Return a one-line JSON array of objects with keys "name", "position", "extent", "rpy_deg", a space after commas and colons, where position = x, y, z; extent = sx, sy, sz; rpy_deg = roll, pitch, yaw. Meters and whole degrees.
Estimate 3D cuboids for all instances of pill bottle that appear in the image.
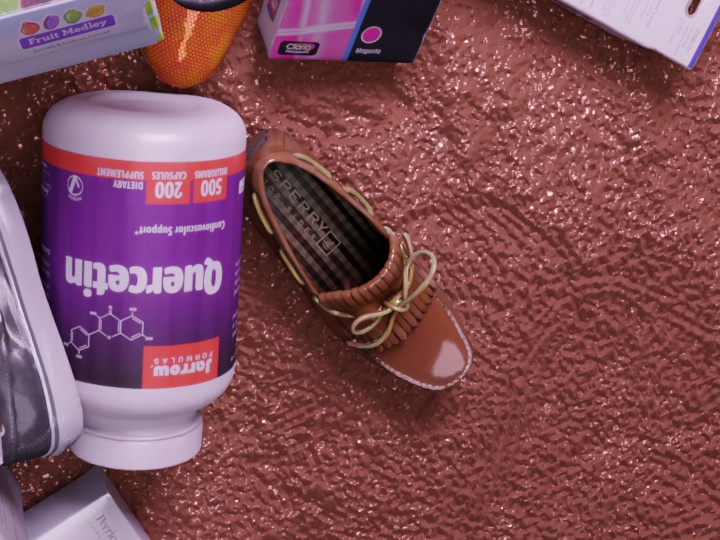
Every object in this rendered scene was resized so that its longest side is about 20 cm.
[{"name": "pill bottle", "position": [-0.123, 0.005, 0.839], "extent": [0.112, 0.112, 0.201], "rpy_deg": [-1, 106, -17]}]

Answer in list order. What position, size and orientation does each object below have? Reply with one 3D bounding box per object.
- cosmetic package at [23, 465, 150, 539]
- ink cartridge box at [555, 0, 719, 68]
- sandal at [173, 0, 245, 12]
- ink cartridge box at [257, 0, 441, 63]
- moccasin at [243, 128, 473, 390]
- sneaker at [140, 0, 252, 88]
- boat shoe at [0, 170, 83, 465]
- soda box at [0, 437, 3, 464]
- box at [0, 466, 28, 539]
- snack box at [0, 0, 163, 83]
[{"name": "cosmetic package", "position": [-0.173, 0.243, 0.930], "extent": [0.150, 0.052, 0.201], "rpy_deg": [-33, 113, -8]}, {"name": "ink cartridge box", "position": [0.136, -0.206, 0.891], "extent": [0.199, 0.037, 0.095], "rpy_deg": [24, 97, -20]}, {"name": "sandal", "position": [-0.086, -0.222, 0.706], "extent": [0.076, 0.043, 0.201], "rpy_deg": [-5, 91, 7]}, {"name": "ink cartridge box", "position": [0.015, -0.194, 0.804], "extent": [0.094, 0.037, 0.200], "rpy_deg": [-2, 140, -24]}, {"name": "moccasin", "position": [0.001, -0.001, 0.895], "extent": [0.074, 0.078, 0.202], "rpy_deg": [-37, 113, -4]}, {"name": "sneaker", "position": [-0.073, -0.195, 0.816], "extent": [0.073, 0.077, 0.201], "rpy_deg": [15, 103, -22]}, {"name": "boat shoe", "position": [-0.209, 0.009, 0.800], "extent": [0.056, 0.069, 0.201], "rpy_deg": [-18, 82, -39]}, {"name": "soda box", "position": [-0.263, 0.112, 0.687], "extent": [0.200, 0.068, 0.064], "rpy_deg": [-36, 113, -3]}, {"name": "box", "position": [-0.268, 0.096, 0.800], "extent": [0.106, 0.152, 0.201], "rpy_deg": [-28, 112, -8]}, {"name": "snack box", "position": [-0.202, -0.146, 0.664], "extent": [0.199, 0.053, 0.143], "rpy_deg": [-15, 65, -4]}]
